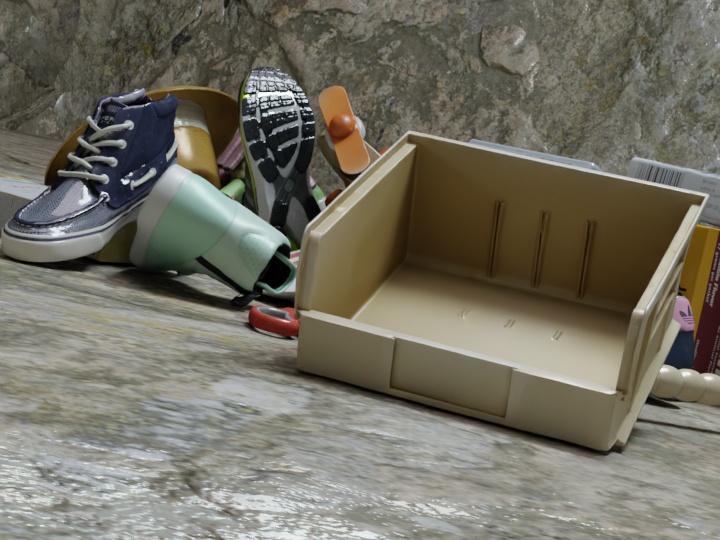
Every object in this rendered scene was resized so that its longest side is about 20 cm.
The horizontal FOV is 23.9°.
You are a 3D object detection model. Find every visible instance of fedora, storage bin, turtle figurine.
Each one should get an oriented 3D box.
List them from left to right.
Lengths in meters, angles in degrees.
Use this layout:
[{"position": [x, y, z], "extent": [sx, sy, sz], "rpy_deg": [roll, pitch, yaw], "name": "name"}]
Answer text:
[{"position": [-0.185, -0.083, 1.530], "extent": [0.200, 0.082, 0.201], "rpy_deg": [-21, -23, -9], "name": "fedora"}, {"position": [-0.108, -0.051, 1.756], "extent": [0.144, 0.200, 0.194], "rpy_deg": [34, 23, -5], "name": "turtle figurine"}, {"position": [0.085, 0.008, 1.017], "extent": [0.199, 0.094, 0.199], "rpy_deg": [14, 26, 16], "name": "storage bin"}]

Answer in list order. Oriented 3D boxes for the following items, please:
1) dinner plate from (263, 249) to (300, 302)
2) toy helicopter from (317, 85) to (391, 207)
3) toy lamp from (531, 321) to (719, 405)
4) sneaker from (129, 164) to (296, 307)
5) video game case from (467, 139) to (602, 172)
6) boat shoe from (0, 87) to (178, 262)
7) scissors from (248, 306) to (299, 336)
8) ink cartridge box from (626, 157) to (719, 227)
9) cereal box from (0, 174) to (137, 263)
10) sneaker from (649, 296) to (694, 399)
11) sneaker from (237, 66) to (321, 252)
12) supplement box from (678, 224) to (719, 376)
[{"position": [0.000, 0.000, 1.382], "extent": [0.199, 0.024, 0.200], "rpy_deg": [-9, 10, 2], "name": "dinner plate"}, {"position": [0.019, -0.087, 1.474], "extent": [0.132, 0.079, 0.200], "rpy_deg": [57, -14, -27], "name": "toy helicopter"}, {"position": [0.190, 0.069, 1.121], "extent": [0.199, 0.058, 0.058], "rpy_deg": [10, 5, -28], "name": "toy lamp"}, {"position": [-0.109, -0.010, 1.297], "extent": [0.118, 0.074, 0.200], "rpy_deg": [35, -10, 0], "name": "sneaker"}, {"position": [0.109, -0.038, 1.581], "extent": [0.022, 0.182, 0.200], "rpy_deg": [44, -13, -29], "name": "video game case"}, {"position": [-0.202, -0.077, 1.281], "extent": [0.074, 0.093, 0.200], "rpy_deg": [12, 23, 20], "name": "boat shoe"}, {"position": [-0.048, 0.030, 1.215], "extent": [0.073, 0.014, 0.200], "rpy_deg": [10, 6, -8], "name": "scissors"}, {"position": [0.353, -0.042, 1.400], "extent": [0.199, 0.044, 0.198], "rpy_deg": [13, 5, -32], "name": "ink cartridge box"}, {"position": [-0.252, -0.045, 1.422], "extent": [0.199, 0.040, 0.144], "rpy_deg": [15, 5, 25], "name": "cereal box"}, {"position": [0.161, 0.037, 1.291], "extent": [0.199, 0.082, 0.070], "rpy_deg": [15, 5, 27], "name": "sneaker"}, {"position": [-0.083, -0.084, 1.542], "extent": [0.074, 0.201, 0.081], "rpy_deg": [-5, -2, -28], "name": "sneaker"}, {"position": [0.226, 0.018, 1.408], "extent": [0.200, 0.133, 0.197], "rpy_deg": [15, 4, 36], "name": "supplement box"}]
